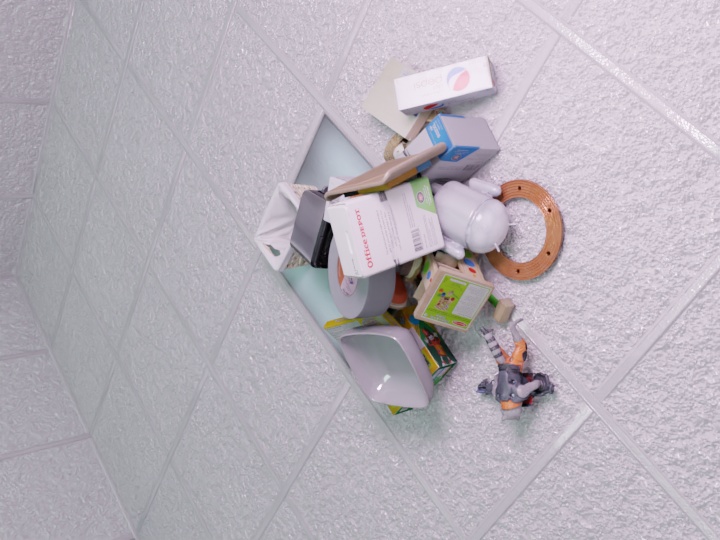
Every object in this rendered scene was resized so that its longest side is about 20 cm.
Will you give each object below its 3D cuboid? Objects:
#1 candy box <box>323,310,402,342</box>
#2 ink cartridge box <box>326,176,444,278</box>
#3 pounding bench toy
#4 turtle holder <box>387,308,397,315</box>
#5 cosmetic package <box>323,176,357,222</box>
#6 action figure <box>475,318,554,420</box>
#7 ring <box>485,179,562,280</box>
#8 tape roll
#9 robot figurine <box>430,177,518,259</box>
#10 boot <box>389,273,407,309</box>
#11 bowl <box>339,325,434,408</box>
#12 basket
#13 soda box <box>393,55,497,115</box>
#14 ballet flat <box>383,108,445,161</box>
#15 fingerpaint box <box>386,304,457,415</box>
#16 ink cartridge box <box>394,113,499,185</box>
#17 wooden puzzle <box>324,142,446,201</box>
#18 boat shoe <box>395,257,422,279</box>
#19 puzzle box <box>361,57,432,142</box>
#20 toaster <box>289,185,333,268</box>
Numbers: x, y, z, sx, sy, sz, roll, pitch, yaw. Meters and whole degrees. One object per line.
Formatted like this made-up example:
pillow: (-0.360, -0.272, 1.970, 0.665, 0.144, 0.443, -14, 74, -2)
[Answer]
candy box: (0.012, 0.139, 1.758, 0.199, 0.027, 0.102, -18, 122, 47)
ink cartridge box: (0.049, -0.084, 1.491, 0.084, 0.199, 0.147, 2, 109, 59)
pounding bench toy: (0.212, 0.030, 1.610, 0.157, 0.198, 0.125, -100, 32, -55)
turtle holder: (0.048, 0.041, 1.781, 0.132, 0.184, 0.142, 42, 150, 47)
cosmetic package: (0.019, -0.155, 1.728, 0.071, 0.199, 0.102, 26, 114, 43)
action figure: (0.284, 0.212, 1.566, 0.199, 0.104, 0.195, -23, 72, 47)
ring: (0.322, -0.082, 1.541, 0.199, 0.019, 0.203, 10, 103, 48)
tape roll: (0.000, 0.000, 1.624, 0.200, 0.066, 0.203, 8, 99, 63)
robot figurine: (0.216, -0.107, 1.546, 0.199, 0.113, 0.171, 30, 89, 30)
boot: (0.052, -0.014, 1.666, 0.201, 0.074, 0.108, 60, 144, 28)
bowl: (0.066, 0.197, 1.675, 0.199, 0.075, 0.201, -4, 121, 45)
basket: (-0.169, -0.115, 2.000, 0.136, 0.123, 0.201, 52, 129, 30)
soda box: (0.173, -0.375, 1.564, 0.198, 0.064, 0.069, -10, 87, 18)
ballet flat: (0.115, -0.286, 1.695, 0.200, 0.070, 0.066, -47, 33, 42)
fingerpaint box: (0.108, 0.206, 1.778, 0.167, 0.073, 0.200, 56, 131, 25)
ink cartridge box: (0.165, -0.228, 1.597, 0.200, 0.144, 0.084, -42, 64, 43)
wooden puzzle: (0.050, -0.185, 1.493, 0.199, 0.184, 0.038, -11, 106, 51)
boat shoe: (0.094, -0.077, 1.622, 0.073, 0.064, 0.201, -47, 34, 44)
puzzle box: (0.090, -0.378, 1.691, 0.134, 0.025, 0.200, -56, 43, 11)
toaster: (-0.056, -0.098, 1.839, 0.119, 0.180, 0.202, 38, 121, 41)
